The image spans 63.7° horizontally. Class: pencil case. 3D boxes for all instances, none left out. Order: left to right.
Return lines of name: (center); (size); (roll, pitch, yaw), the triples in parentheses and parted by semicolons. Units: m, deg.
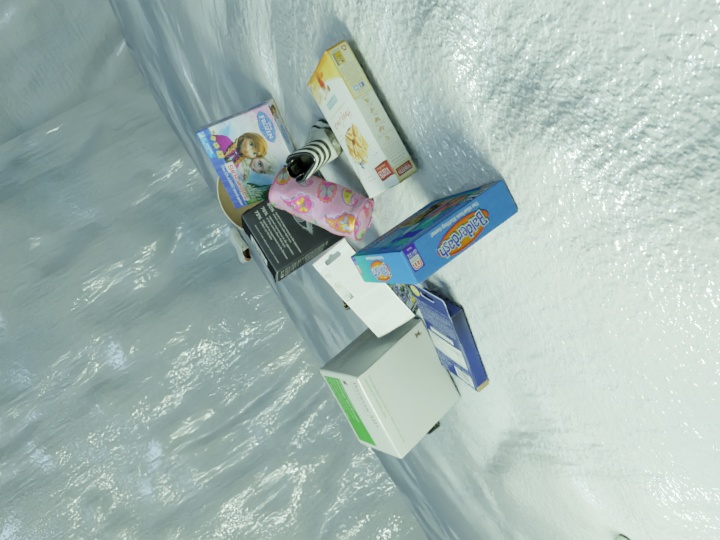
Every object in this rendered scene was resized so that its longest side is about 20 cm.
pencil case: (-0.073, -0.125, 1.071); (0.196, 0.088, 0.088); (22, 152, 20)

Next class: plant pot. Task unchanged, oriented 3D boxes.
plant pot: (-0.245, -0.213, 1.467); (0.204, 0.196, 0.135); (62, -157, -17)

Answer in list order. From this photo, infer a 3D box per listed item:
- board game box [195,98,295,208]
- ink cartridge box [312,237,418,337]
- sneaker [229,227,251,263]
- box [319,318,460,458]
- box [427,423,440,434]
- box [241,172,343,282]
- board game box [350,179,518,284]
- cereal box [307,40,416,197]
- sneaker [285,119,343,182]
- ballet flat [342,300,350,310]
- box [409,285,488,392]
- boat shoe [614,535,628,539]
board game box: (-0.245, -0.262, 1.328); (0.042, 0.195, 0.203); (-72, -38, -55)
ink cartridge box: (0.012, 0.025, 1.111); (0.200, 0.051, 0.108); (47, 129, -11)
sneaker: (-0.647, -0.146, 3.163); (0.083, 0.072, 0.204); (-15, 102, 43)
box: (0.062, 0.237, 1.213); (0.170, 0.199, 0.202); (-7, 115, 58)
box: (0.121, 0.337, 1.576); (0.203, 0.047, 0.193); (59, 163, 1)
box: (-0.139, -0.096, 1.259); (0.150, 0.197, 0.104); (56, 166, 6)
board game box: (0.082, -0.042, 0.725); (0.046, 0.150, 0.199); (58, 166, -9)
cereal box: (-0.002, -0.213, 0.852); (0.203, 0.039, 0.144); (60, 166, -6)
sneaker: (-0.095, -0.213, 1.044); (0.077, 0.114, 0.200); (60, 166, -14)
ballet flat: (-0.015, 0.069, 1.481); (0.068, 0.046, 0.200); (56, 166, 3)
box: (0.154, 0.108, 1.021); (0.121, 0.032, 0.203); (33, 152, 58)
boat shoe: (0.417, 0.461, 0.799); (0.200, 0.060, 0.073); (33, 152, 59)
